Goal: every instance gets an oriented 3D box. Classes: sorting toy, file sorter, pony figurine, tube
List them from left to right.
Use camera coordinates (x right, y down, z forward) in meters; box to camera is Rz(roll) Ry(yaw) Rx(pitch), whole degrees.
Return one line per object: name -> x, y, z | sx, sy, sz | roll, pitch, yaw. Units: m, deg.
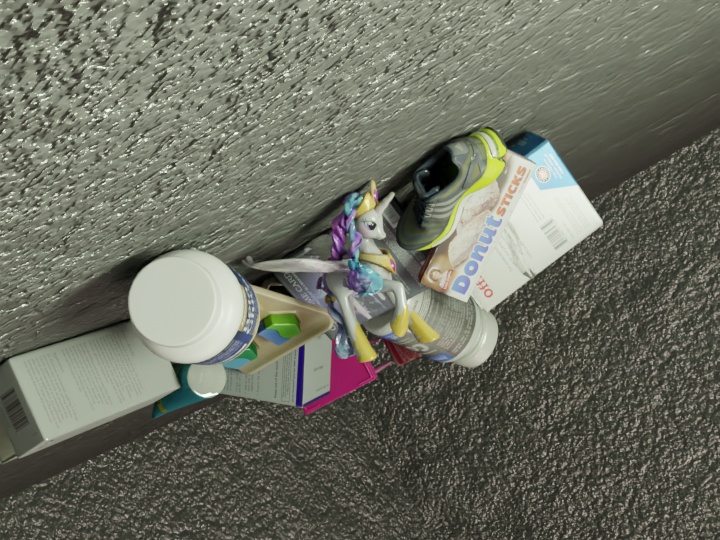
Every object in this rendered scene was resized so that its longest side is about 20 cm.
tube -> -0.234, 0.150, 1.212 | 0.050, 0.078, 0.200 | 25, 157, -22
sorting toy -> -0.162, 0.079, 1.195 | 0.185, 0.037, 0.200 | -31, 142, 31
file sorter -> -0.058, 0.104, 1.518 | 0.139, 0.201, 0.125 | -30, 176, 21
pony figurine -> -0.015, 0.006, 1.106 | 0.192, 0.201, 0.166 | -13, -170, 35

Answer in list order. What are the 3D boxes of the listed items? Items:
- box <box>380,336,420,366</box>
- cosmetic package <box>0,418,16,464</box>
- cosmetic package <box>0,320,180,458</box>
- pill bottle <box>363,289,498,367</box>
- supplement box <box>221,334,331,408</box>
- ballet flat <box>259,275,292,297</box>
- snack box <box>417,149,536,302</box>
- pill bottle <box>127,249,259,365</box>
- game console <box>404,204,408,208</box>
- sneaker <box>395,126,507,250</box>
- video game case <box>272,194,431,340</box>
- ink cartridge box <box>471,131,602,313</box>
box -> 0.065, 0.043, 1.519 | 0.095, 0.201, 0.100 | -27, 175, -26
cosmetic package -> -0.366, 0.159, 1.174 | 0.103, 0.088, 0.200 | -29, 175, 31
cosmetic package -> -0.321, 0.132, 1.085 | 0.071, 0.102, 0.200 | -31, 172, 38
pill bottle -> 0.106, 0.072, 1.386 | 0.200, 0.114, 0.114 | 25, 139, -34
supplement box -> -0.153, 0.130, 1.365 | 0.199, 0.104, 0.101 | 5, -174, 20
ballet flat -> -0.148, 0.043, 1.319 | 0.200, 0.076, 0.064 | -27, 144, -48
snack box -> 0.147, -0.061, 1.181 | 0.024, 0.072, 0.201 | -112, -135, -68
pill bottle -> -0.167, 0.039, 0.930 | 0.111, 0.111, 0.200 | -27, 174, -1
game console -> 0.145, -0.111, 1.392 | 0.177, 0.031, 0.200 | -32, 172, 32
sneaker -> 0.088, -0.094, 1.105 | 0.081, 0.074, 0.200 | -8, 147, -37
video game case -> 0.000, 0.000, 1.241 | 0.200, 0.143, 0.019 | -29, -154, 21
ink cartridge box -> 0.198, -0.066, 1.249 | 0.200, 0.145, 0.084 | -37, -161, 4
